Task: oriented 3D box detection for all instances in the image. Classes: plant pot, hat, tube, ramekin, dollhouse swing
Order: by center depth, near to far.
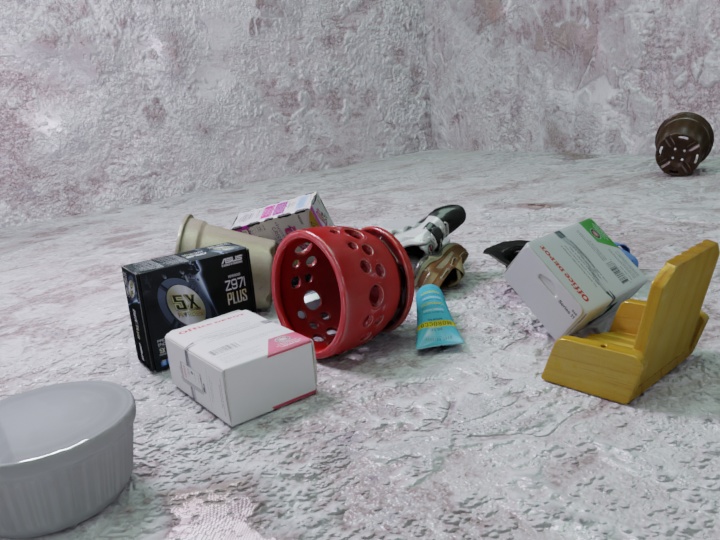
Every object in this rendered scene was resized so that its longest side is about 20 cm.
[{"bbox_3d":[-0.345,0.207,0.769,0.197,0.097,0.203,-4,15,1],"label":"ramekin"},{"bbox_3d":[0.360,0.051,0.932,0.197,0.180,0.180,-19,20,-39],"label":"dollhouse swing"},{"bbox_3d":[-0.021,0.023,1.131,0.180,0.206,0.198,-13,16,-38],"label":"plant pot"},{"bbox_3d":[0.124,0.083,1.163,0.076,0.052,0.201,-12,20,5],"label":"tube"},{"bbox_3d":[0.318,0.001,1.311,0.195,0.083,0.201,3,16,-1],"label":"hat"},{"bbox_3d":[-0.259,0.000,1.366,0.179,0.206,0.201,6,14,-3],"label":"plant pot"},{"bbox_3d":[1.123,-0.430,2.435,0.196,0.205,0.198,4,26,31],"label":"plant pot"}]

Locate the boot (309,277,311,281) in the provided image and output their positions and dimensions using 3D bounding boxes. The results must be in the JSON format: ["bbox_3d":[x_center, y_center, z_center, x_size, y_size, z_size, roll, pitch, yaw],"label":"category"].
[{"bbox_3d":[0.000,0.000,1.410,0.130,0.071,0.200,12,51,46],"label":"boot"}]

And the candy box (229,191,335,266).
[{"bbox_3d":[-0.150,-0.069,1.430,0.196,0.138,0.062,-13,36,24],"label":"candy box"}]

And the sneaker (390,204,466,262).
[{"bbox_3d":[0.139,-0.061,1.413,0.197,0.075,0.089,-28,41,-5],"label":"sneaker"}]

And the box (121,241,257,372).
[{"bbox_3d":[-0.280,0.056,1.166,0.197,0.168,0.085,-14,17,-33],"label":"box"}]

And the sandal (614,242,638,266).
[{"bbox_3d":[0.490,-0.015,1.328,0.085,0.082,0.200,0,17,6],"label":"sandal"}]

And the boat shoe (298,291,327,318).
[{"bbox_3d":[-0.052,0.032,1.280,0.196,0.072,0.068,-22,60,-19],"label":"boat shoe"}]

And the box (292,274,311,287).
[{"bbox_3d":[-0.119,0.009,1.534,0.195,0.037,0.143,-11,17,-13],"label":"box"}]

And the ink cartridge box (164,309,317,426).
[{"bbox_3d":[-0.175,0.132,1.004,0.144,0.085,0.198,-16,19,-35],"label":"ink cartridge box"}]

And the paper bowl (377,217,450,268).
[{"bbox_3d":[0.103,-0.053,1.552,0.195,0.107,0.201,-5,16,2],"label":"paper bowl"}]

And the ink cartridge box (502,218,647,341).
[{"bbox_3d":[0.348,0.011,1.128,0.197,0.084,0.148,-17,61,-39],"label":"ink cartridge box"}]

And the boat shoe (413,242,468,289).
[{"bbox_3d":[0.171,0.004,1.401,0.073,0.077,0.199,36,33,20],"label":"boat shoe"}]
